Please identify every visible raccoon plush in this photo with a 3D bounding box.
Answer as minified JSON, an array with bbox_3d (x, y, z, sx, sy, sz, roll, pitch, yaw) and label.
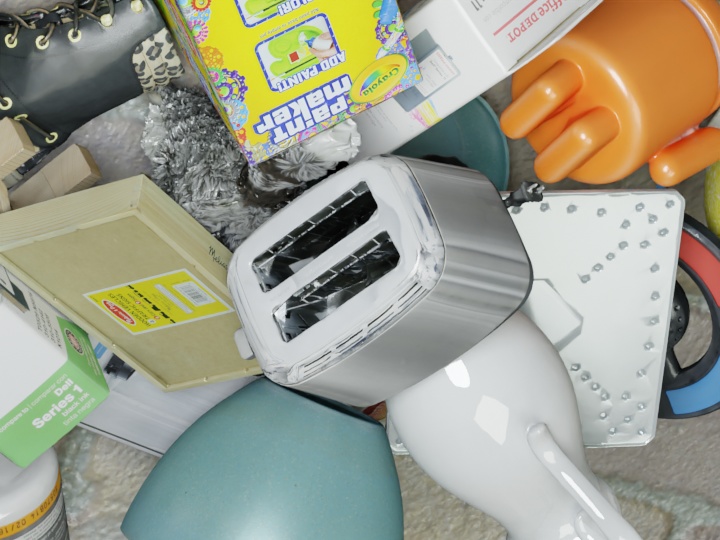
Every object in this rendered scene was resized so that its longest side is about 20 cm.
[{"bbox_3d":[-0.067,-0.089,1.417,0.199,0.135,0.097,-23,144,31],"label":"raccoon plush"}]

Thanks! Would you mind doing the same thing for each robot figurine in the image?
[{"bbox_3d":[0.183,-0.136,1.520,0.200,0.143,0.117,-34,136,-38],"label":"robot figurine"}]

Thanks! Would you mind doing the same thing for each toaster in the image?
[{"bbox_3d":[0.014,0.002,1.363,0.199,0.114,0.129,-33,158,26],"label":"toaster"}]

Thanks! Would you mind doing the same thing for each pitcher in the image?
[{"bbox_3d":[0.110,0.117,1.470,0.121,0.171,0.200,-43,119,-15],"label":"pitcher"}]

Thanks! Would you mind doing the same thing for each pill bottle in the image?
[{"bbox_3d":[-0.264,0.211,1.579,0.116,0.117,0.201,-14,127,-16],"label":"pill bottle"}]

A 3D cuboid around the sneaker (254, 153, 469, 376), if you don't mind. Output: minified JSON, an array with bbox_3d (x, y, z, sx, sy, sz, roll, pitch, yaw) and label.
[{"bbox_3d":[-0.001,-0.001,1.536,0.104,0.060,0.201,25,99,-35],"label":"sneaker"}]

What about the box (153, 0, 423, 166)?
[{"bbox_3d":[-0.073,-0.208,1.315,0.121,0.200,0.193,-27,129,-5],"label":"box"}]

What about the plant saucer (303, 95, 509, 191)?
[{"bbox_3d":[0.009,-0.062,1.565,0.199,0.036,0.201,-13,128,-17],"label":"plant saucer"}]

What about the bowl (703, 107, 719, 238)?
[{"bbox_3d":[0.311,-0.091,1.623,0.107,0.200,0.201,37,108,6],"label":"bowl"}]

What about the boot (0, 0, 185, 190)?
[{"bbox_3d":[-0.208,-0.153,1.372,0.153,0.074,0.204,-29,140,-3],"label":"boot"}]

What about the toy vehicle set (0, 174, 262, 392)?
[{"bbox_3d":[-0.133,0.013,1.424,0.124,0.027,0.200,-12,144,29],"label":"toy vehicle set"}]

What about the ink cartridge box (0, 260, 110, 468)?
[{"bbox_3d":[-0.267,0.012,1.415,0.084,0.146,0.200,-38,131,6],"label":"ink cartridge box"}]

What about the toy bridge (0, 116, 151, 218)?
[{"bbox_3d":[-0.200,-0.052,1.423,0.067,0.027,0.200,-36,160,14],"label":"toy bridge"}]

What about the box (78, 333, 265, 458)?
[{"bbox_3d":[-0.133,0.070,1.576,0.199,0.060,0.117,27,109,-37],"label":"box"}]

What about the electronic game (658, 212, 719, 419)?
[{"bbox_3d":[0.207,0.028,1.642,0.042,0.199,0.201,-49,145,-43],"label":"electronic game"}]

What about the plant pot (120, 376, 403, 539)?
[{"bbox_3d":[-0.050,0.153,1.526,0.199,0.200,0.136,21,91,-35],"label":"plant pot"}]

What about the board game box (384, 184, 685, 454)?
[{"bbox_3d":[0.118,0.033,1.539,0.198,0.026,0.201,-1,116,-10],"label":"board game box"}]

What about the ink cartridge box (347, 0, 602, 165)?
[{"bbox_3d":[0.066,-0.150,1.394,0.200,0.117,0.067,-31,99,46],"label":"ink cartridge box"}]

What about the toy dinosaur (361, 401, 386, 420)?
[{"bbox_3d":[0.078,0.034,1.627,0.105,0.199,0.183,16,81,-64],"label":"toy dinosaur"}]
